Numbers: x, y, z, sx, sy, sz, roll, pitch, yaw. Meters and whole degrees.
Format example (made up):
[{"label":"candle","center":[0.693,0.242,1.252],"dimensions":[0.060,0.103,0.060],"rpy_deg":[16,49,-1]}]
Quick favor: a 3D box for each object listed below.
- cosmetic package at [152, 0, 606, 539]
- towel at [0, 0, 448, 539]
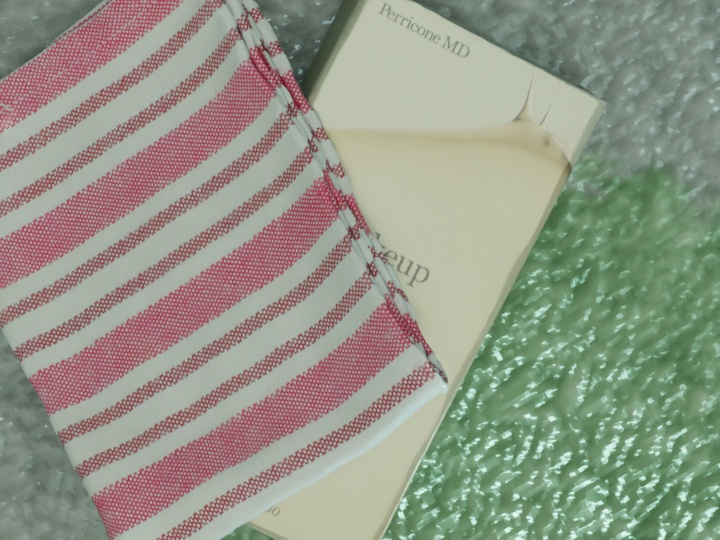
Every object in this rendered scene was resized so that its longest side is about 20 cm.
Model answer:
[{"label":"cosmetic package","center":[0.000,0.000,1.129],"dimensions":[0.103,0.073,0.201],"rpy_deg":[26,96,-6]},{"label":"towel","center":[-0.070,-0.004,1.086],"dimensions":[0.146,0.030,0.201],"rpy_deg":[-35,69,19]}]
